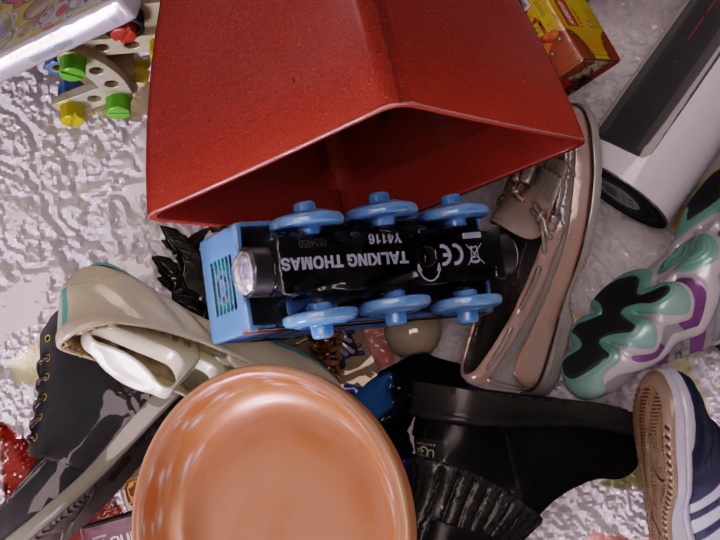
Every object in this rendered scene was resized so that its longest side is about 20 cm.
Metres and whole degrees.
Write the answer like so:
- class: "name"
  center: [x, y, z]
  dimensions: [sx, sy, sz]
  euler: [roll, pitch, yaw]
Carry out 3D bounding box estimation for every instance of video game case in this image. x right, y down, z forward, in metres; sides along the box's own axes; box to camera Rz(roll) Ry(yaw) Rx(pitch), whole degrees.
- class: "video game case"
  center: [-0.204, -0.203, 1.077]
  dimensions: [0.182, 0.023, 0.200]
  euler: [-20, 40, 28]

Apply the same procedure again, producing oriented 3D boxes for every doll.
- class: "doll"
  center: [0.040, 0.119, 1.081]
  dimensions: [0.136, 0.048, 0.200]
  euler: [1, 77, -20]

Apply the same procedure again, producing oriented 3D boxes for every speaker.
- class: "speaker"
  center: [0.233, -0.131, 1.103]
  dimensions: [0.081, 0.081, 0.200]
  euler: [35, 84, 8]

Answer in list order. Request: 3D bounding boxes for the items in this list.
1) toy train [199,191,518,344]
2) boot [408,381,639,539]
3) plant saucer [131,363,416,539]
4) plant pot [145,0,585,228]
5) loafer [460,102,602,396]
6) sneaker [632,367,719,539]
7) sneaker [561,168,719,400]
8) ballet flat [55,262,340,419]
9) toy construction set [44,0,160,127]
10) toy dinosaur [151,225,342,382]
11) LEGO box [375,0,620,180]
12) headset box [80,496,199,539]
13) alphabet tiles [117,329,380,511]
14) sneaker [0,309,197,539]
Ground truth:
- class: "toy train"
  center: [0.000, 0.000, 1.016]
  dimensions: [0.200, 0.114, 0.087]
  euler: [-5, 83, -30]
- class: "boot"
  center: [0.098, 0.158, 1.025]
  dimensions: [0.211, 0.079, 0.158]
  euler: [10, 85, -38]
- class: "plant saucer"
  center: [-0.050, 0.157, 0.971]
  dimensions: [0.200, 0.037, 0.201]
  euler: [-2, 86, 30]
- class: "plant pot"
  center: [-0.010, -0.137, 0.988]
  dimensions: [0.200, 0.200, 0.177]
  euler: [-20, 75, 35]
- class: "loafer"
  center: [0.112, -0.014, 1.069]
  dimensions: [0.063, 0.072, 0.200]
  euler: [4, 99, -25]
- class: "sneaker"
  center: [0.238, 0.133, 1.023]
  dimensions: [0.108, 0.070, 0.200]
  euler: [-15, 124, -3]
- class: "sneaker"
  center: [0.236, 0.041, 1.063]
  dimensions: [0.200, 0.078, 0.140]
  euler: [-45, 113, -5]
- class: "ballet flat"
  center: [-0.104, 0.065, 1.032]
  dimensions: [0.200, 0.069, 0.070]
  euler: [25, 82, -14]
- class: "toy construction set"
  center: [-0.128, -0.165, 1.109]
  dimensions: [0.200, 0.131, 0.092]
  euler: [-18, 66, -4]
- class: "toy dinosaur"
  center: [-0.064, -0.015, 1.098]
  dimensions: [0.136, 0.102, 0.200]
  euler: [-22, 59, -17]
- class: "LEGO box"
  center: [0.058, -0.185, 1.094]
  dimensions: [0.149, 0.077, 0.200]
  euler: [-34, 79, 27]
- class: "headset box"
  center: [-0.088, 0.222, 1.057]
  dimensions: [0.148, 0.075, 0.200]
  euler: [-17, 84, 0]
- class: "alphabet tiles"
  center: [-0.074, 0.118, 1.114]
  dimensions: [0.200, 0.006, 0.167]
  euler: [-23, 80, -1]
- class: "sneaker"
  center: [-0.205, 0.107, 1.090]
  dimensions: [0.106, 0.075, 0.200]
  euler: [41, 75, 13]
